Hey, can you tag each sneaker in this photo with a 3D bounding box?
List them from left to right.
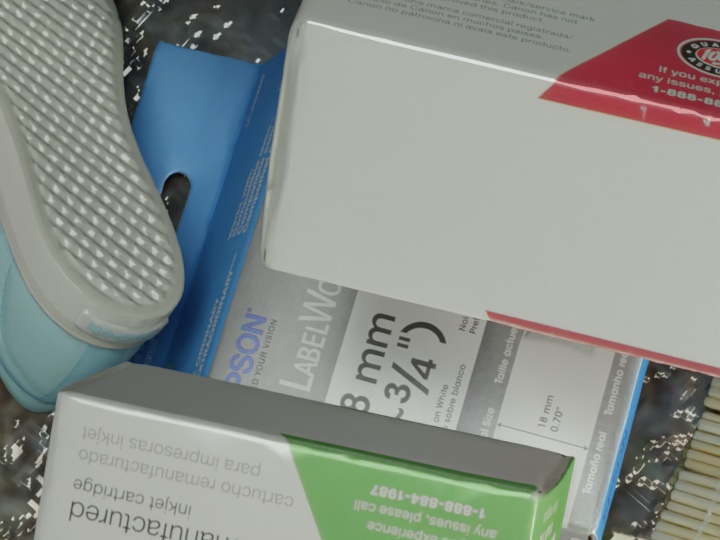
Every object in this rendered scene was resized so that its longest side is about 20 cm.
[{"bbox_3d":[-0.123,-0.041,0.777,0.082,0.074,0.200,-46,45,34],"label":"sneaker"}]

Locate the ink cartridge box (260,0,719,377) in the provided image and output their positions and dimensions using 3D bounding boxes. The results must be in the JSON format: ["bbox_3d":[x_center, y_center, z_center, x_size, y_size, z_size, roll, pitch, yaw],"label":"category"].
[{"bbox_3d":[0.065,-0.070,0.676,0.145,0.084,0.200,13,36,5],"label":"ink cartridge box"}]

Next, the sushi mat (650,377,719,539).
[{"bbox_3d":[0.183,0.094,0.703,0.200,0.012,0.096,15,77,30],"label":"sushi mat"}]

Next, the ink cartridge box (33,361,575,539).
[{"bbox_3d":[-0.028,0.141,0.677,0.146,0.084,0.200,11,96,9],"label":"ink cartridge box"}]

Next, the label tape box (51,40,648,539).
[{"bbox_3d":[0.000,0.000,0.755,0.200,0.063,0.144,15,76,9],"label":"label tape box"}]
